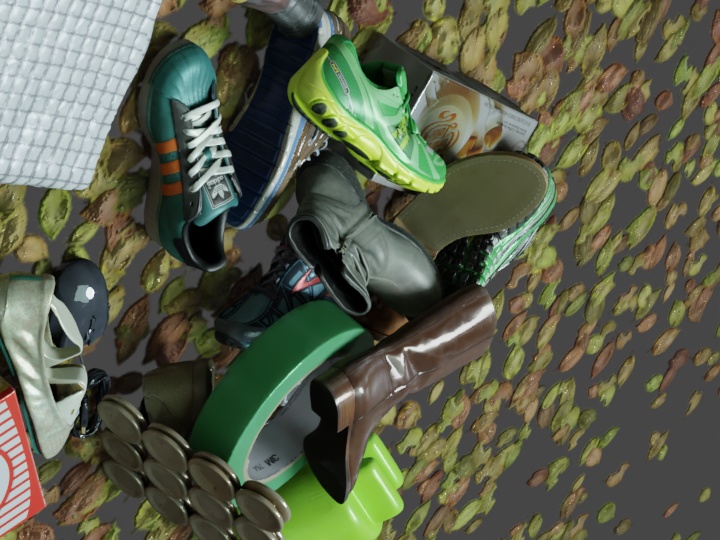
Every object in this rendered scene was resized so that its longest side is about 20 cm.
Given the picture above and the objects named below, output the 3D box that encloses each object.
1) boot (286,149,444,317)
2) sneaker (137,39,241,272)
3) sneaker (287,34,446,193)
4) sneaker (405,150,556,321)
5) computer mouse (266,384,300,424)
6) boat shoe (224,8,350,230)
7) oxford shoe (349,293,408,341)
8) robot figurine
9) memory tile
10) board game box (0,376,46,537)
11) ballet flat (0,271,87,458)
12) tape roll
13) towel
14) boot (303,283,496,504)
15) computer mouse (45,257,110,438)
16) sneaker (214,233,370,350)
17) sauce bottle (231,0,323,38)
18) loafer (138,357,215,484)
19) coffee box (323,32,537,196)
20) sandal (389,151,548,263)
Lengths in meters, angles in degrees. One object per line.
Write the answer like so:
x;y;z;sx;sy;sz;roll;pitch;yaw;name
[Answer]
0.000;0.000;1.400;0.067;0.131;0.200;-29;120;23;boot
-0.129;-0.088;1.291;0.071;0.080;0.201;-28;139;-33;sneaker
0.022;-0.127;1.333;0.084;0.074;0.200;-58;140;-5;sneaker
0.119;-0.017;1.534;0.200;0.078;0.085;-47;150;7;sneaker
-0.056;0.125;1.614;0.199;0.044;0.110;-20;130;-33;computer mouse
-0.057;-0.124;1.356;0.072;0.072;0.201;5;115;-51;boat shoe
0.025;0.027;1.585;0.072;0.071;0.200;-69;166;14;oxford shoe
-0.057;0.237;1.601;0.199;0.176;0.116;-25;117;14;robot figurine
-0.147;0.191;1.401;0.017;0.199;0.154;-49;160;-32;memory tile
-0.357;0.186;1.284;0.200;0.046;0.152;-35;142;-28;board game box
-0.251;0.081;1.294;0.062;0.068;0.201;-8;136;-2;ballet flat
-0.070;0.120;1.442;0.200;0.048;0.201;-44;158;-22;tape roll
-0.230;-0.160;1.102;0.165;0.085;0.201;1;117;-53;towel
0.043;0.112;1.476;0.199;0.064;0.187;-32;150;-27;boot
-0.233;0.072;1.350;0.058;0.034;0.201;-32;141;-32;computer mouse
-0.065;0.000;1.477;0.200;0.079;0.096;-34;130;-39;sneaker
-0.089;-0.239;1.220;0.066;0.066;0.200;-52;145;-2;sauce bottle
-0.171;0.143;1.462;0.201;0.067;0.076;104;-7;-47;loafer
0.066;-0.132;1.498;0.200;0.080;0.115;16;109;-55;coffee box
0.091;-0.067;1.456;0.211;0.078;0.070;-34;-163;39;sandal
